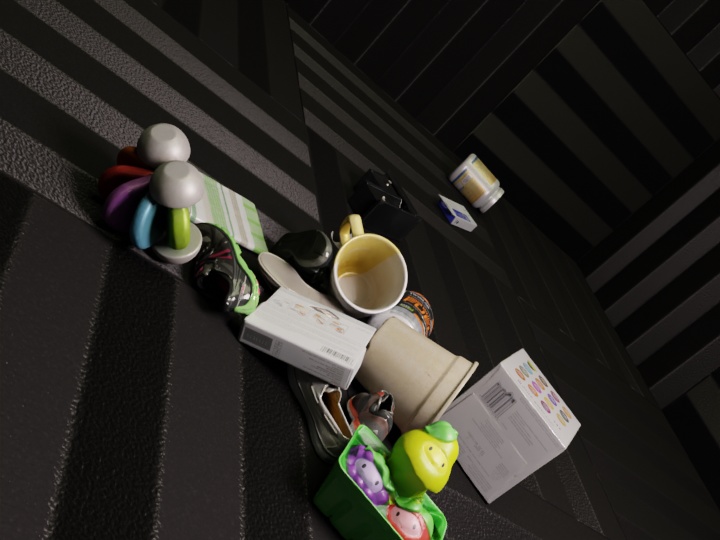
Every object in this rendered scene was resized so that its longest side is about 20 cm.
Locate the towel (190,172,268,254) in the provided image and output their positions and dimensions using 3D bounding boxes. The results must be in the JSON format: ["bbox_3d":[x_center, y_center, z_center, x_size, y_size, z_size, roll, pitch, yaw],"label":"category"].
[{"bbox_3d":[-0.264,-0.109,1.446,0.198,0.031,0.151,30,30,-43],"label":"towel"}]

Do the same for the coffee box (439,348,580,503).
[{"bbox_3d":[0.298,0.311,1.563,0.201,0.200,0.197,53,22,14],"label":"coffee box"}]

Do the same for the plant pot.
[{"bbox_3d":[0.088,0.191,1.412,0.182,0.202,0.200,39,20,10],"label":"plant pot"}]

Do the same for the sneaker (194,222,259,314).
[{"bbox_3d":[-0.237,-0.009,1.250,0.082,0.078,0.200,-6,43,-42],"label":"sneaker"}]

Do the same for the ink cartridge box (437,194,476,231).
[{"bbox_3d":[0.333,-0.201,2.706,0.198,0.039,0.101,17,37,-55],"label":"ink cartridge box"}]

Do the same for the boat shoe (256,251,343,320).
[{"bbox_3d":[-0.122,0.046,1.427,0.198,0.057,0.068,37,36,-15],"label":"boat shoe"}]

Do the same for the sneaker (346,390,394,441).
[{"bbox_3d":[0.029,0.240,1.292,0.077,0.082,0.200,45,4,-8],"label":"sneaker"}]

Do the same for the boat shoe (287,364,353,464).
[{"bbox_3d":[-0.059,0.205,1.238,0.070,0.070,0.203,25,32,-43],"label":"boat shoe"}]

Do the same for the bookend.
[{"bbox_3d":[0.042,-0.201,2.080,0.197,0.092,0.202,19,35,-50],"label":"bookend"}]

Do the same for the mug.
[{"bbox_3d":[0.006,0.008,1.505,0.146,0.153,0.191,22,70,-9],"label":"mug"}]

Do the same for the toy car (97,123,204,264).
[{"bbox_3d":[-0.327,-0.113,1.187,0.146,0.177,0.203,-11,54,-24],"label":"toy car"}]

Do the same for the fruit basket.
[{"bbox_3d":[0.061,0.312,1.114,0.216,0.215,0.155,47,21,1],"label":"fruit basket"}]

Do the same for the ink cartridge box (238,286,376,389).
[{"bbox_3d":[-0.084,0.108,1.290,0.196,0.044,0.174,23,20,7],"label":"ink cartridge box"}]

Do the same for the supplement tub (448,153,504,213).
[{"bbox_3d":[0.460,-0.343,3.039,0.201,0.144,0.145,47,22,-1],"label":"supplement tub"}]

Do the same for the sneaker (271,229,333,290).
[{"bbox_3d":[-0.086,-0.016,1.461,0.114,0.077,0.198,44,-21,-24],"label":"sneaker"}]

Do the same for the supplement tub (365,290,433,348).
[{"bbox_3d":[0.083,0.116,1.588,0.123,0.122,0.200,47,21,0],"label":"supplement tub"}]

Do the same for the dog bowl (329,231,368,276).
[{"bbox_3d":[0.006,-0.008,1.683,0.197,0.059,0.201,30,18,-11],"label":"dog bowl"}]
